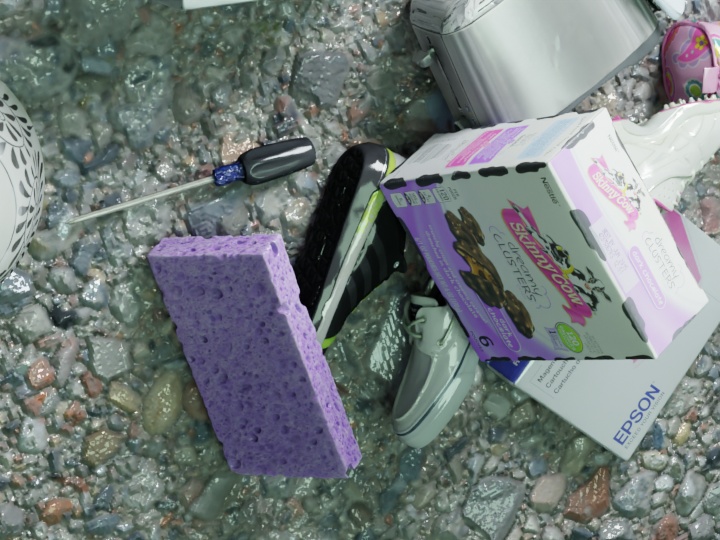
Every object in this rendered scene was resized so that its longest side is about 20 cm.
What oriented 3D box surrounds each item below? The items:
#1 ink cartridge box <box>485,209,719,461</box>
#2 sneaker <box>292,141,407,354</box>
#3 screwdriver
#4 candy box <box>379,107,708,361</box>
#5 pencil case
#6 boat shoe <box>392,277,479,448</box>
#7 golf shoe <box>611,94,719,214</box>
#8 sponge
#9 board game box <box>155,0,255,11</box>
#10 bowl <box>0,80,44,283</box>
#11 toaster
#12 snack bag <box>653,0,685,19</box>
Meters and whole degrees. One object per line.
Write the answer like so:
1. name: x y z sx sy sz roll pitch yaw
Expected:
1. ink cartridge box: 0.204 0.030 1.591 0.199 0.043 0.197 33 92 -31
2. sneaker: 0.000 0.000 1.470 0.082 0.072 0.202 21 97 -29
3. screwdriver: -0.123 -0.062 1.415 0.198 0.029 0.028 -20 114 -23
4. candy box: 0.130 -0.021 1.391 0.071 0.199 0.169 -41 110 -29
5. pencil case: 0.344 -0.168 1.565 0.198 0.087 0.088 -5 109 -24
6. boat shoe: 0.063 0.038 1.518 0.066 0.073 0.202 30 80 -24
7. golf shoe: 0.224 -0.078 1.463 0.198 0.075 0.092 -15 81 -28
8. sponge: -0.079 0.067 1.438 0.030 0.111 0.202 -49 128 -47
9. board game box: -0.054 -0.231 1.328 0.198 0.147 0.065 -11 109 -21
10. bowl: -0.302 -0.046 1.306 0.199 0.094 0.203 -7 108 -22
11. toaster: 0.133 -0.192 1.446 0.199 0.114 0.130 -38 116 -7
12. snack bag: 0.193 -0.305 1.428 0.188 0.021 0.202 33 56 -31
